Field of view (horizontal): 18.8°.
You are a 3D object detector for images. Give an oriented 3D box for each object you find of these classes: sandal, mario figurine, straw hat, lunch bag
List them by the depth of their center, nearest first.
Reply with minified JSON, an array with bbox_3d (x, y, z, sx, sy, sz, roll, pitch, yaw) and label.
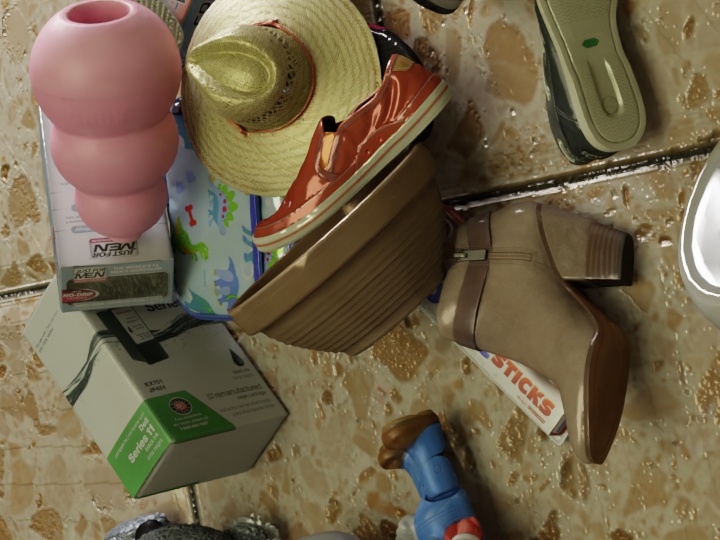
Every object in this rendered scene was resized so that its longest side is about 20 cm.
[{"bbox_3d":[0.060,0.218,1.725,0.106,0.123,0.201,-36,66,21],"label":"mario figurine"},{"bbox_3d":[-0.087,-0.156,1.738,0.200,0.085,0.203,-3,85,32],"label":"straw hat"},{"bbox_3d":[0.009,-0.168,1.770,0.200,0.045,0.076,43,120,44],"label":"sandal"},{"bbox_3d":[-0.091,-0.058,1.853,0.160,0.082,0.202,6,101,40],"label":"lunch bag"}]

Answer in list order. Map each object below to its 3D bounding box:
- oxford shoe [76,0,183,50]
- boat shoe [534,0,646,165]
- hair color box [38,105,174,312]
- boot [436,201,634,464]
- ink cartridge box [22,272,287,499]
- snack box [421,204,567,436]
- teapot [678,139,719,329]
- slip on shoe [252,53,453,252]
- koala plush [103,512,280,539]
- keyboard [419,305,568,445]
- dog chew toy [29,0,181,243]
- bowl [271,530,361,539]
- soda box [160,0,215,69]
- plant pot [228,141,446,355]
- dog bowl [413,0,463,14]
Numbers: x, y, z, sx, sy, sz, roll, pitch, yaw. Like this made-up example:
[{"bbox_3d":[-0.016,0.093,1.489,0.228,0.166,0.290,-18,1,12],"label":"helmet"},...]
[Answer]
[{"bbox_3d":[-0.225,-0.245,1.870,0.201,0.075,0.058,54,126,19],"label":"oxford shoe"},{"bbox_3d":[0.155,-0.178,1.607,0.068,0.071,0.202,150,111,-67],"label":"boat shoe"},{"bbox_3d":[-0.224,-0.060,1.905,0.061,0.098,0.201,97,164,-47],"label":"hair color box"},{"bbox_3d":[0.127,0.045,1.635,0.145,0.070,0.202,0,68,27],"label":"boot"},{"bbox_3d":[-0.182,0.089,1.916,0.200,0.146,0.083,52,127,24],"label":"ink cartridge box"},{"bbox_3d":[0.108,0.037,1.704,0.200,0.024,0.072,46,112,29],"label":"snack box"},{"bbox_3d":[0.317,-0.025,1.428,0.199,0.145,0.200,-66,23,-7],"label":"teapot"},{"bbox_3d":[-0.016,-0.090,1.688,0.061,0.074,0.200,44,110,-5],"label":"slip on shoe"},{"bbox_3d":[-0.165,0.290,1.927,0.200,0.177,0.184,-40,81,39],"label":"koala plush"},{"bbox_3d":[0.106,0.053,1.727,0.200,0.011,0.057,45,124,29],"label":"keyboard"},{"bbox_3d":[-0.203,-0.117,1.786,0.124,0.124,0.202,21,125,40],"label":"dog chew toy"},{"bbox_3d":[0.010,0.290,1.771,0.090,0.201,0.202,-27,74,-1],"label":"bowl"},{"bbox_3d":[-0.138,-0.263,1.876,0.068,0.063,0.201,45,124,29],"label":"soda box"},{"bbox_3d":[0.000,0.000,1.680,0.093,0.201,0.201,49,130,-4],"label":"plant pot"},{"bbox_3d":[0.033,-0.292,1.626,0.074,0.200,0.201,-37,70,21],"label":"dog bowl"}]
